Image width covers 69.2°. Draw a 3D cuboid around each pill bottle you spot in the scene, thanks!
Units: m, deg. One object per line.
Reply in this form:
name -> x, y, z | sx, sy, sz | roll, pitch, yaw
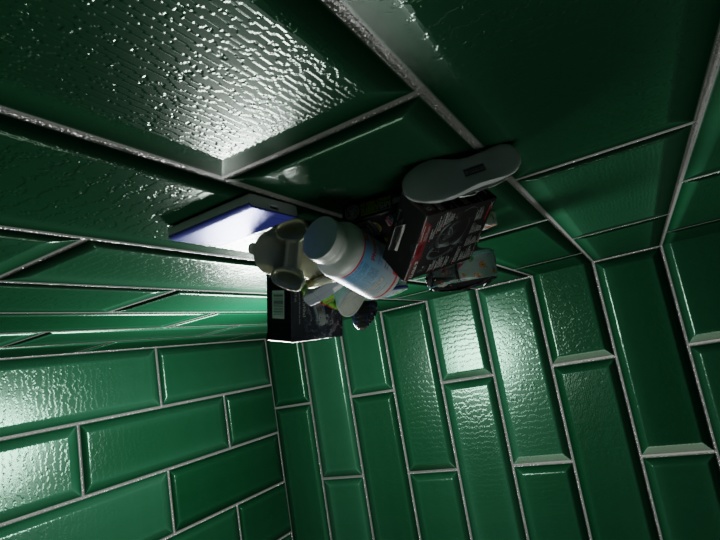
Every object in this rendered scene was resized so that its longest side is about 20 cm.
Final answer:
pill bottle -> -0.015, -0.025, 0.993 | 0.107, 0.111, 0.199 | -16, 151, 32

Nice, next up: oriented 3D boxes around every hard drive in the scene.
hard drive -> -0.231, -0.087, 0.947 | 0.197, 0.026, 0.131 | -16, 169, 29

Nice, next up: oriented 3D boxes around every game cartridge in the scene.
game cartridge -> -0.052, -0.004, 1.214 | 0.199, 0.134, 0.041 | -36, 117, 25

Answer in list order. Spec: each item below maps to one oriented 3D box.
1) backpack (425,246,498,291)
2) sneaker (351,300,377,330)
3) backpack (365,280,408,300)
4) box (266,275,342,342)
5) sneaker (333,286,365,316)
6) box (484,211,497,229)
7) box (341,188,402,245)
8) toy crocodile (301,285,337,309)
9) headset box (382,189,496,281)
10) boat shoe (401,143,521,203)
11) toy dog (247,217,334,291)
backpack -> 0.297, -0.018, 1.514 | 0.196, 0.157, 0.175 | -4, 176, 22
sneaker -> 0.000, 0.082, 1.458 | 0.074, 0.203, 0.079 | 15, 139, -17
backpack -> 0.051, -0.004, 1.361 | 0.180, 0.150, 0.199 | -7, 167, -35
box -> -0.156, 0.092, 1.474 | 0.116, 0.201, 0.198 | -2, 179, 43
sneaker -> 0.000, 0.000, 1.241 | 0.073, 0.118, 0.201 | 35, 99, -32
box -> 0.235, -0.102, 1.322 | 0.109, 0.035, 0.199 | -3, 168, -37
box -> 0.072, -0.085, 1.058 | 0.157, 0.045, 0.200 | -14, 152, 18
toy crocodile -> -0.089, 0.068, 1.402 | 0.061, 0.068, 0.200 | -38, 152, 8
headset box -> 0.136, -0.075, 0.953 | 0.197, 0.077, 0.151 | -17, 139, -32
boat shoe -> 0.167, -0.155, 0.873 | 0.196, 0.073, 0.068 | -19, 168, 3
toy dog -> -0.122, -0.022, 1.112 | 0.191, 0.143, 0.199 | -5, 174, 30
